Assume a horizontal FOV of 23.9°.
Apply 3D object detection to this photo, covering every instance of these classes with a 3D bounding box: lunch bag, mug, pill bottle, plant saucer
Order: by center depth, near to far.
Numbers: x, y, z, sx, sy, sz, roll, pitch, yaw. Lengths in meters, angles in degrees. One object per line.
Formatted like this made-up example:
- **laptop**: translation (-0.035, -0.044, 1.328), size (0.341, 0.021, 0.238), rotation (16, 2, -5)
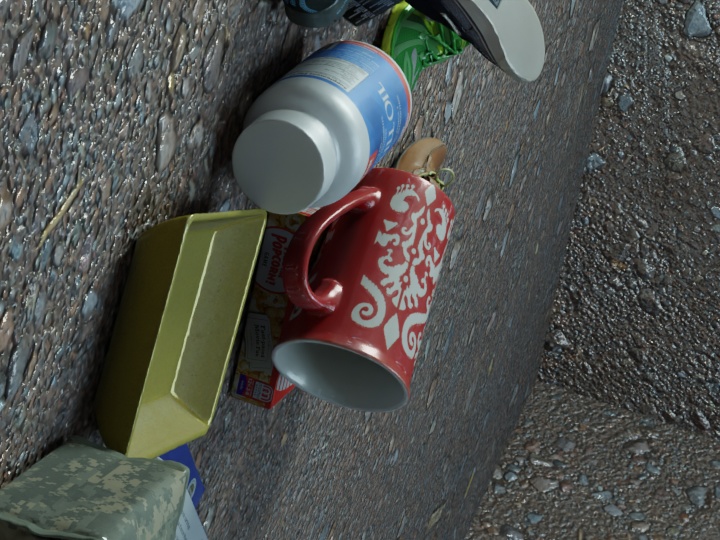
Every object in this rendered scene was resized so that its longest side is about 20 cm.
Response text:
- **lunch bag**: translation (-0.206, 0.239, 1.196), size (0.164, 0.117, 0.201), rotation (-39, 140, -70)
- **plant saucer**: translation (-0.147, 0.043, 1.339), size (0.200, 0.048, 0.201), rotation (-15, 122, -76)
- **pill bottle**: translation (-0.035, -0.119, 1.455), size (0.200, 0.112, 0.113), rotation (-50, 155, -60)
- **mug**: translation (0.011, 0.004, 1.579), size (0.178, 0.133, 0.200), rotation (87, 21, -61)

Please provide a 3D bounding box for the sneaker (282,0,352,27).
- **sneaker**: translation (-0.009, -0.300, 1.408), size (0.082, 0.073, 0.200), rotation (70, 38, -68)

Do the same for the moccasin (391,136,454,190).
- **moccasin**: translation (0.065, -0.093, 2.003), size (0.201, 0.078, 0.074), rotation (-54, 158, -56)

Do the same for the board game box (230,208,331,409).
- **board game box**: translation (-0.063, 0.017, 1.669), size (0.151, 0.046, 0.201), rotation (-41, 147, -66)

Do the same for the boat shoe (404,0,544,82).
- **boat shoe**: translation (0.112, -0.272, 1.769), size (0.200, 0.093, 0.075), rotation (50, 60, -39)

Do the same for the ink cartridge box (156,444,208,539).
- **ink cartridge box**: translation (-0.177, 0.252, 1.515), size (0.197, 0.043, 0.200), rotation (82, 30, -62)

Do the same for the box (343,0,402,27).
- **box**: translation (0.066, -0.321, 1.474), size (0.200, 0.047, 0.194), rotation (-18, -136, 60)

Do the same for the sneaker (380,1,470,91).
- **sneaker**: translation (0.074, -0.253, 1.809), size (0.074, 0.083, 0.200), rotation (86, 25, -60)
